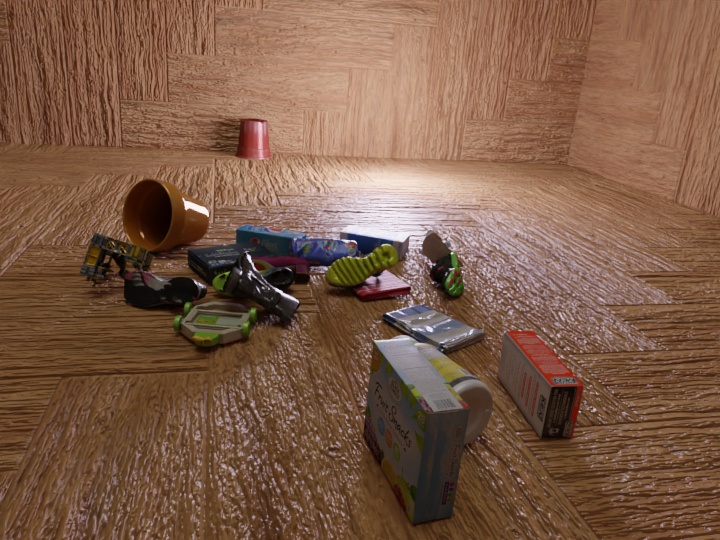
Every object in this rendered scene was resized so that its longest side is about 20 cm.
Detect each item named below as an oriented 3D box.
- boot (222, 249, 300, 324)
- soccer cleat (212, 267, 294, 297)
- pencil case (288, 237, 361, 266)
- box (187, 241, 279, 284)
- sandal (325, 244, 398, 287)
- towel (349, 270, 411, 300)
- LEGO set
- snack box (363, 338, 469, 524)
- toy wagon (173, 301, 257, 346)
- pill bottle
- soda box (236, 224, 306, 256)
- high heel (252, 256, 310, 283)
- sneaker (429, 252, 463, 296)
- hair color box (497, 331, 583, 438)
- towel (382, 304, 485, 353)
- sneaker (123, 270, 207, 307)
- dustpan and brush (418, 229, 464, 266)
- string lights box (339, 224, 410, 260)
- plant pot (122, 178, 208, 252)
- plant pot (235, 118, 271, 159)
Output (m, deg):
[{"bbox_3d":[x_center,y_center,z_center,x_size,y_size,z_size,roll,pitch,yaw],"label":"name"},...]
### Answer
[{"bbox_3d":[-0.217,0.043,1.360,0.173,0.070,0.200,29,20,-12],"label":"boot"},{"bbox_3d":[-0.261,0.032,1.467,0.198,0.065,0.084,-7,-8,-18],"label":"soccer cleat"},{"bbox_3d":[-0.101,-0.045,1.667,0.198,0.078,0.088,2,58,-8],"label":"pencil case"},{"bbox_3d":[-0.338,-0.024,1.593,0.199,0.052,0.157,-9,23,-34],"label":"box"},{"bbox_3d":[0.000,0.000,1.534,0.198,0.080,0.087,-16,-13,-22],"label":"sandal"},{"bbox_3d":[0.027,0.030,1.567,0.143,0.023,0.200,-7,21,-24],"label":"towel"},{"bbox_3d":[-0.576,-0.006,1.420,0.153,0.117,0.200,20,-9,-19],"label":"LEGO set"},{"bbox_3d":[0.070,0.214,0.841,0.067,0.170,0.200,-2,21,-20],"label":"snack box"},{"bbox_3d":[-0.302,0.113,1.235,0.154,0.040,0.200,4,20,1],"label":"toy wagon"},{"bbox_3d":[0.114,0.192,0.995,0.113,0.115,0.200,-7,22,-29],"label":"pill bottle"},{"bbox_3d":[-0.260,-0.082,1.747,0.198,0.068,0.064,9,20,13],"label":"soda box"},{"bbox_3d":[-0.228,-0.012,1.558,0.198,0.068,0.096,14,25,-21],"label":"high heel"},{"bbox_3d":[0.227,0.019,1.595,0.083,0.077,0.200,-17,17,14],"label":"sneaker"},{"bbox_3d":[0.309,0.194,1.053,0.061,0.102,0.200,1,21,-9],"label":"hair color box"},{"bbox_3d":[0.162,0.123,1.335,0.146,0.024,0.199,-11,25,-39],"label":"towel"},{"bbox_3d":[-0.441,0.049,1.363,0.198,0.081,0.086,8,-3,15],"label":"sneaker"},{"bbox_3d":[0.217,-0.058,1.765,0.057,0.140,0.200,-49,14,-28],"label":"dustpan and brush"},{"bbox_3d":[0.044,-0.087,1.842,0.198,0.060,0.103,10,19,14],"label":"string lights box"},{"bbox_3d":[-0.544,-0.150,1.725,0.199,0.202,0.183,15,6,27],"label":"plant pot"},{"bbox_3d":[-0.583,-0.726,3.287,0.199,0.197,0.201,4,19,-2],"label":"plant pot"}]
